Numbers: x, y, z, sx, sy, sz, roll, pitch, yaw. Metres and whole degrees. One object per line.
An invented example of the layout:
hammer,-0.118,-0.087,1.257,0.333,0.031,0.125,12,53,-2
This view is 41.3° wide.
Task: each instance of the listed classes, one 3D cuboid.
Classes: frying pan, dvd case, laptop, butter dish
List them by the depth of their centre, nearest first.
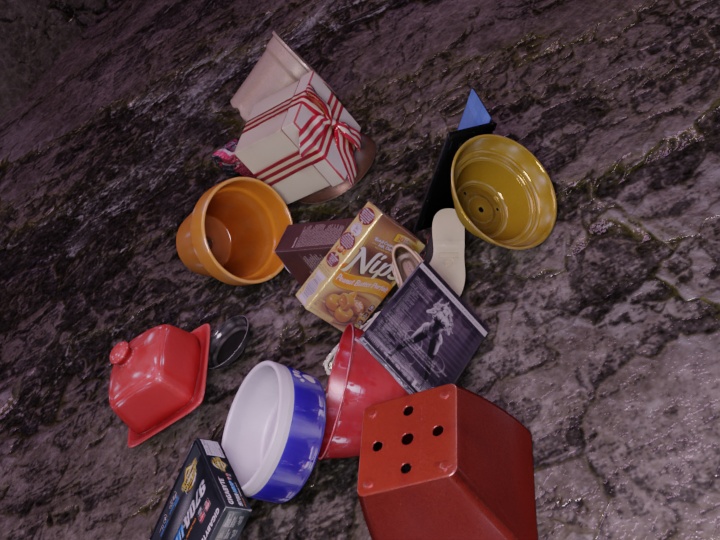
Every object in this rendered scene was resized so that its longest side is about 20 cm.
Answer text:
dvd case,0.096,0.093,1.382,0.016,0.149,0.200,-38,8,46
laptop,0.144,-0.191,1.625,0.116,0.188,0.199,38,38,29
butter dish,-0.376,0.176,1.683,0.199,0.148,0.201,-33,37,25
frying pan,-0.269,0.147,1.743,0.189,0.031,0.115,-28,35,31

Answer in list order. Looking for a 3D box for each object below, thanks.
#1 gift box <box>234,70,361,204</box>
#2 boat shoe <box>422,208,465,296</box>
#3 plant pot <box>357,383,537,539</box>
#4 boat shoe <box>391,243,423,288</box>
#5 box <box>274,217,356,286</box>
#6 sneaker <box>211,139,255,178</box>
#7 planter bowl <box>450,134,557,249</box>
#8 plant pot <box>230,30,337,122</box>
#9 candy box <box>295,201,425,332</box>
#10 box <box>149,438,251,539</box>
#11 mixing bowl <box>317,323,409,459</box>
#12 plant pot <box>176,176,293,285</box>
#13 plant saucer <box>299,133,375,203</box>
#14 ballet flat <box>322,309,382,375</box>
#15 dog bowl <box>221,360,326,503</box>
gift box,-0.109,-0.243,1.852,0.186,0.184,0.201,-21,43,33
boat shoe,0.135,0.000,1.558,0.073,0.063,0.203,7,64,6
plant pot,0.099,0.260,1.218,0.199,0.177,0.201,-18,42,22
boat shoe,0.099,0.049,1.474,0.071,0.065,0.201,-31,66,1
box,-0.042,-0.032,1.695,0.199,0.100,0.075,-4,48,34
sneaker,-0.254,-0.254,2.108,0.199,0.081,0.075,20,62,48
planter bowl,0.214,-0.113,1.549,0.083,0.200,0.201,-39,21,57
plant pot,-0.184,-0.396,2.129,0.183,0.200,0.201,-44,37,7
candy box,0.000,0.000,1.576,0.200,0.115,0.055,-51,37,7
box,-0.239,0.374,1.396,0.201,0.046,0.159,-63,35,17
mixing bowl,0.012,0.187,1.383,0.108,0.201,0.201,15,47,-7
plant pot,-0.259,-0.064,1.843,0.183,0.200,0.201,-13,41,52
plant saucer,-0.064,-0.222,1.962,0.199,0.037,0.201,-22,39,19
ballet flat,0.013,0.114,1.478,0.200,0.072,0.072,-40,30,37
dog bowl,-0.133,0.242,1.428,0.200,0.078,0.201,-44,35,43
